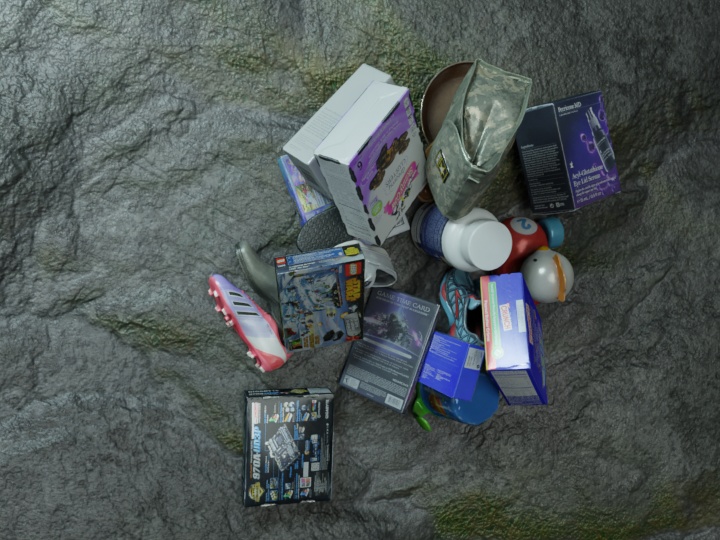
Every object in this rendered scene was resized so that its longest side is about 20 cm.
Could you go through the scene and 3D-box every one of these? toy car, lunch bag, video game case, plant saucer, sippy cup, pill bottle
[{"bbox_3d":[0.324,-0.010,1.240,0.184,0.200,0.177,-11,97,-16],"label":"toy car"},{"bbox_3d":[0.176,-0.196,1.072,0.117,0.164,0.200,20,66,-1],"label":"lunch bag"},{"bbox_3d":[-0.029,-0.135,1.206,0.181,0.045,0.200,-22,100,-15],"label":"video game case"},{"bbox_3d":[0.199,-0.285,1.267,0.200,0.037,0.201,-1,95,-17],"label":"plant saucer"},{"bbox_3d":[0.187,0.222,1.254,0.140,0.130,0.178,20,88,-18],"label":"sippy cup"},{"bbox_3d":[0.176,-0.060,1.186,0.111,0.200,0.111,-5,104,-19],"label":"pill bottle"},{"bbox_3d":[0.052,0.136,1.212,0.019,0.143,0.200,23,86,-56],"label":"video game case"}]

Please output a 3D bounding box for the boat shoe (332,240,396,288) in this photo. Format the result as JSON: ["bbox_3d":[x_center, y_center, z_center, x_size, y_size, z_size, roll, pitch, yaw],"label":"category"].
[{"bbox_3d":[0.000,0.000,1.160,0.072,0.200,0.069,-39,69,17],"label":"boat shoe"}]

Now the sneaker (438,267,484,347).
[{"bbox_3d":[0.204,0.070,1.232,0.079,0.096,0.200,11,55,-23],"label":"sneaker"}]

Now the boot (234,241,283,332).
[{"bbox_3d":[-0.117,0.009,1.168,0.131,0.068,0.200,-31,111,3],"label":"boot"}]

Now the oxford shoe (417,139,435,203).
[{"bbox_3d":[0.161,-0.210,1.208,0.071,0.071,0.200,33,87,-18],"label":"oxford shoe"}]

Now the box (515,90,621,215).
[{"bbox_3d":[0.386,-0.220,1.273,0.148,0.104,0.200,-22,102,-32],"label":"box"}]

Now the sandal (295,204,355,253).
[{"bbox_3d":[-0.031,-0.087,1.167,0.200,0.048,0.075,-40,103,-23],"label":"sandal"}]

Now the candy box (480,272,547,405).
[{"bbox_3d":[0.264,0.123,1.159,0.077,0.200,0.169,-8,60,19],"label":"candy box"}]

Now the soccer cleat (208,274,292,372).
[{"bbox_3d":[-0.189,0.083,1.169,0.076,0.067,0.200,-36,105,-20],"label":"soccer cleat"}]

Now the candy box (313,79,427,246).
[{"bbox_3d":[0.027,-0.166,1.077,0.168,0.071,0.200,-54,147,-21],"label":"candy box"}]

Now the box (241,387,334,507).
[{"bbox_3d":[-0.129,0.314,1.211,0.159,0.046,0.200,0,94,-17],"label":"box"}]

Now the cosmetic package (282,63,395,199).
[{"bbox_3d":[-0.021,-0.229,1.119,0.200,0.071,0.101,-47,145,-9],"label":"cosmetic package"}]

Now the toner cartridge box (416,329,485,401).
[{"bbox_3d":[0.131,0.154,1.194,0.043,0.200,0.095,19,89,-31],"label":"toner cartridge box"}]

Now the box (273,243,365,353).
[{"bbox_3d":[-0.063,0.049,1.102,0.137,0.040,0.200,-10,137,-11],"label":"box"}]
